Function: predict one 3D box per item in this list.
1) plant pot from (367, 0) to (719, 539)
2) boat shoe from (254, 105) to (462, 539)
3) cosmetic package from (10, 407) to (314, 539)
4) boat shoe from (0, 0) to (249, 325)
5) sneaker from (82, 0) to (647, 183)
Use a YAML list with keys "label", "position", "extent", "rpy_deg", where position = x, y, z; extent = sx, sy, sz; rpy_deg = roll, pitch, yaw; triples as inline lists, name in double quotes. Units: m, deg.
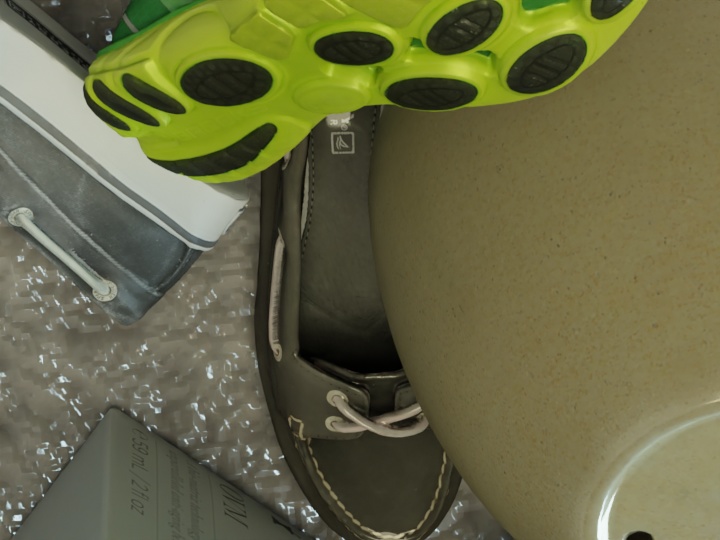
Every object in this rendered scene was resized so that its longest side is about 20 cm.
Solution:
- label: "plant pot"
  position: [0.100, 0.021, 0.758]
  extent: [0.199, 0.135, 0.201]
  rpy_deg: [0, 131, 0]
- label: "boat shoe"
  position: [0.000, 0.000, 0.857]
  extent: [0.066, 0.057, 0.201]
  rpy_deg: [-5, 109, -3]
- label: "cosmetic package"
  position: [-0.027, 0.171, 0.838]
  extent: [0.200, 0.200, 0.123]
  rpy_deg: [36, 103, -15]
- label: "boat shoe"
  position: [-0.127, -0.057, 0.825]
  extent: [0.200, 0.072, 0.068]
  rpy_deg: [38, 101, -22]
- label: "sneaker"
  position: [-0.001, -0.082, 0.739]
  extent: [0.074, 0.199, 0.084]
  rpy_deg: [33, 61, -33]
